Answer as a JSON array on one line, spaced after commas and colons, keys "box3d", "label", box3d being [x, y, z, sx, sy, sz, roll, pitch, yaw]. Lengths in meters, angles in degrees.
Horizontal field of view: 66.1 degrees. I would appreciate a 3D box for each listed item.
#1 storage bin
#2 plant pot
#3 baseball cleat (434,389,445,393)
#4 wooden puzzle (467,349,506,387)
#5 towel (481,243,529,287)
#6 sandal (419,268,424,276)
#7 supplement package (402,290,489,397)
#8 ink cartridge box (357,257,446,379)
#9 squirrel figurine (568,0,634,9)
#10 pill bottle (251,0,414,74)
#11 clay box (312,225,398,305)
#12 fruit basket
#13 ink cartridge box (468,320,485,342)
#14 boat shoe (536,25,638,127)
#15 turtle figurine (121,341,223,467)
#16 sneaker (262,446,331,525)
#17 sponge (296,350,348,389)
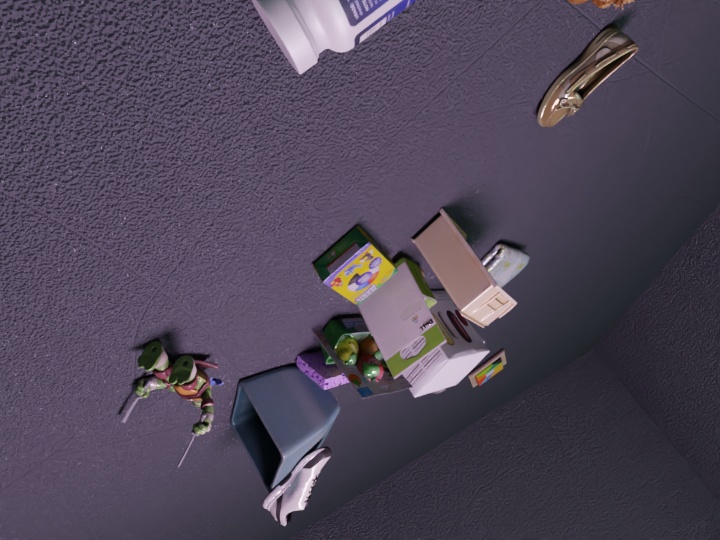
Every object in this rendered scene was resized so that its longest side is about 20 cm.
[{"box3d": [0.223, 0.003, 1.172, 0.093, 0.202, 0.197, -39, 152, 14], "label": "storage bin"}, {"box3d": [-0.161, 0.342, 1.278, 0.196, 0.197, 0.199, -21, 150, -34], "label": "plant pot"}, {"box3d": [0.273, 0.332, 1.827, 0.201, 0.107, 0.069, -48, 144, 19], "label": "baseball cleat"}, {"box3d": [0.543, 0.423, 2.342, 0.183, 0.038, 0.201, -36, 152, -1], "label": "wooden puzzle"}, {"box3d": [0.356, 0.015, 1.503, 0.169, 0.049, 0.201, 5, 131, -52], "label": "towel"}, {"box3d": [0.085, 0.073, 1.279, 0.079, 0.055, 0.201, 7, 130, -52], "label": "sandal"}, {"box3d": [0.176, 0.174, 1.380, 0.188, 0.202, 0.148, -1, 138, -47], "label": "supplement package"}, {"box3d": [0.093, 0.103, 1.164, 0.147, 0.203, 0.075, -37, 153, 21], "label": "ink cartridge box"}, {"box3d": [0.353, -0.454, 0.732, 0.185, 0.142, 0.201, -36, 168, -20], "label": "squirrel figurine"}, {"box3d": [-0.009, -0.296, 0.549, 0.198, 0.117, 0.116, -36, 152, 1], "label": "pill bottle"}, {"box3d": [0.000, 0.000, 1.081, 0.114, 0.048, 0.200, -40, 151, 7], "label": "clay box"}, {"box3d": [0.008, 0.191, 1.221, 0.182, 0.199, 0.096, 4, 120, -49], "label": "fruit basket"}, {"box3d": [0.234, 0.195, 1.518, 0.046, 0.162, 0.202, -10, 144, -39], "label": "ink cartridge box"}, {"box3d": [0.406, -0.338, 1.004, 0.201, 0.064, 0.072, -48, 149, 22], "label": "boat shoe"}, {"box3d": [-0.328, 0.228, 0.961, 0.197, 0.145, 0.196, -29, 148, -19], "label": "turtle figurine"}, {"box3d": [-0.128, 0.481, 1.237, 0.201, 0.080, 0.074, -48, 157, 4], "label": "sneaker"}, {"box3d": [-0.042, 0.219, 1.301, 0.196, 0.110, 0.031, -7, 116, -43], "label": "sponge"}]
